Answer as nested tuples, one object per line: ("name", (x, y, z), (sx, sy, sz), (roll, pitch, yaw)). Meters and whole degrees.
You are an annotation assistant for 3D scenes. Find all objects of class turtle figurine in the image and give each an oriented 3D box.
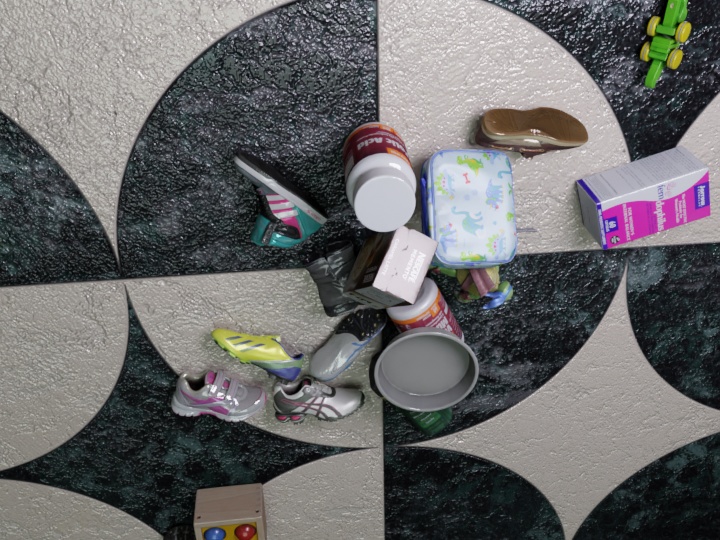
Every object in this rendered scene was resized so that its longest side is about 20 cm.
("turtle figurine", (0.201, -0.019, 1.297), (0.193, 0.201, 0.144), (31, 141, 0))

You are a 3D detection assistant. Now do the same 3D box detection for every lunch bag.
("lunch bag", (0.180, -0.105, 1.179), (0.159, 0.082, 0.203), (-2, 84, -12))

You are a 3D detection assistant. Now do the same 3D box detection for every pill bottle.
("pill bottle", (0.030, -0.154, 1.121), (0.113, 0.201, 0.115), (-2, 123, -4))
("pill bottle", (0.138, 0.119, 1.357), (0.109, 0.110, 0.201), (-26, 120, 12))

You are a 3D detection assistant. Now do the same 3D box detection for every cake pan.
("cake pan", (0.124, 0.186, 1.313), (0.197, 0.037, 0.202), (0, 124, 0))

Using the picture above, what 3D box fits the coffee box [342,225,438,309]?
("coffee box", (0.046, -0.001, 1.178), (0.079, 0.200, 0.115), (25, 80, -12))

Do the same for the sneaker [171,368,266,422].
("sneaker", (-0.294, 0.254, 1.425), (0.197, 0.082, 0.089), (2, 124, -7))

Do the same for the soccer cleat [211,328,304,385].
("soccer cleat", (-0.206, 0.157, 1.394), (0.199, 0.065, 0.084), (30, 86, -17))

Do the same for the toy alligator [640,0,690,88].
("toy alligator", (0.499, -0.394, 1.098), (0.054, 0.059, 0.202), (-25, 132, -40))

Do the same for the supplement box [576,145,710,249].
("supplement box", (0.506, -0.131, 1.234), (0.198, 0.104, 0.102), (-19, 121, 6))

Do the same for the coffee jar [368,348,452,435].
("coffee jar", (0.103, 0.252, 1.442), (0.085, 0.105, 0.200), (-38, 118, 19))

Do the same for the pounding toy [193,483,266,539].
("pounding toy", (-0.287, 0.631, 1.621), (0.182, 0.143, 0.202), (-4, 121, -6))

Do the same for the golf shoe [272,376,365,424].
("golf shoe", (-0.089, 0.270, 1.458), (0.197, 0.077, 0.089), (-7, 116, 0))

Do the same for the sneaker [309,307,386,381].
("sneaker", (-0.021, 0.148, 1.397), (0.200, 0.072, 0.072), (-43, 151, 13))

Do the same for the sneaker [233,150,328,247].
("sneaker", (-0.165, -0.109, 1.208), (0.199, 0.084, 0.121), (37, 104, -25))

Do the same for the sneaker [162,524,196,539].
("sneaker", (-0.398, 0.700, 1.704), (0.198, 0.079, 0.090), (25, 121, -18))

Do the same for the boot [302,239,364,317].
("boot", (0.000, 0.000, 1.300), (0.198, 0.070, 0.133), (-21, 114, 0))

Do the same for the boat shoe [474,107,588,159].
("boat shoe", (0.292, -0.231, 1.183), (0.197, 0.073, 0.072), (-2, 154, -16))
